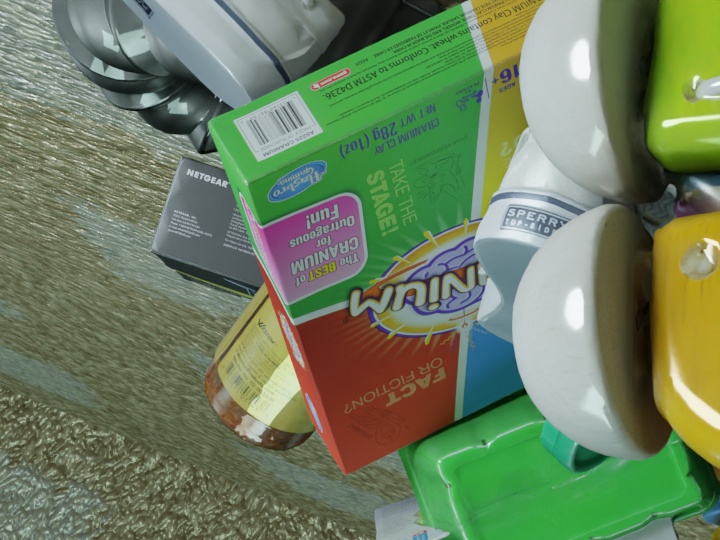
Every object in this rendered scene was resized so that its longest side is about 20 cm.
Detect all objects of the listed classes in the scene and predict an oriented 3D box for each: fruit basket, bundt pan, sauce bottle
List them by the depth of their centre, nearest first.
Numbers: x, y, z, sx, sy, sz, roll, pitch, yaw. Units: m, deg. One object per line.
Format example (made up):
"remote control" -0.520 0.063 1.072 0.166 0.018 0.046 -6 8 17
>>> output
"sauce bottle" 0.000 0.000 1.039 0.066 0.066 0.200 27 128 -17
"bundt pan" -0.055 -0.100 1.062 0.201 0.076 0.202 23 168 5
"fruit basket" 0.094 0.096 1.086 0.185 0.094 0.200 -21 174 -1

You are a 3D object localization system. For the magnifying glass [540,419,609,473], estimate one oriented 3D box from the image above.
"magnifying glass" 0.138 -0.003 0.864 0.022 0.200 0.080 41 -165 21

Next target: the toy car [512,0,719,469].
"toy car" 0.151 -0.018 0.760 0.175 0.201 0.150 -7 160 27

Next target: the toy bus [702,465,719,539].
"toy bus" 0.244 0.128 1.215 0.200 0.192 0.136 21 169 15

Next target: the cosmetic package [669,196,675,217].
"cosmetic package" 0.226 0.024 0.979 0.200 0.107 0.090 25 154 -19

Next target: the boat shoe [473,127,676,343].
"boat shoe" 0.085 -0.020 0.900 0.074 0.086 0.202 17 167 14

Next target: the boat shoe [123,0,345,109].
"boat shoe" -0.088 -0.153 0.919 0.200 0.065 0.074 49 168 -15

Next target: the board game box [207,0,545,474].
"board game box" 0.033 -0.016 0.962 0.040 0.153 0.200 58 171 40

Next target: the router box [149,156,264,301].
"router box" 0.001 0.005 1.175 0.200 0.052 0.157 19 175 2

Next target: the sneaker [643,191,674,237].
"sneaker" 0.173 0.003 1.103 0.200 0.076 0.114 32 170 -34
